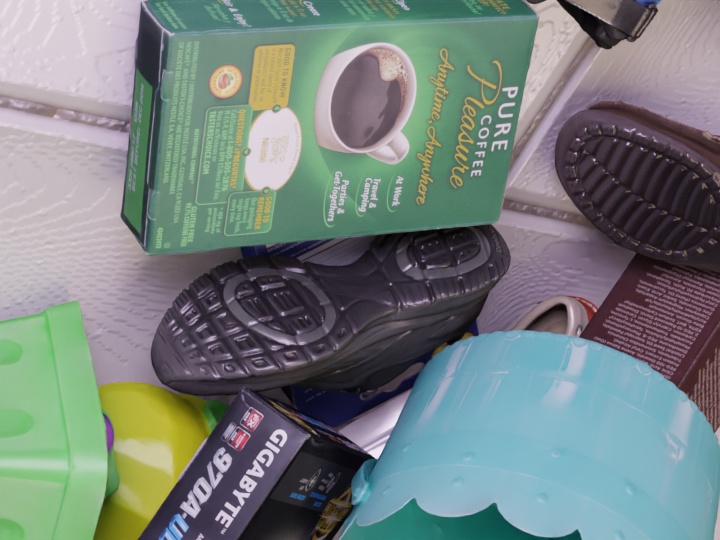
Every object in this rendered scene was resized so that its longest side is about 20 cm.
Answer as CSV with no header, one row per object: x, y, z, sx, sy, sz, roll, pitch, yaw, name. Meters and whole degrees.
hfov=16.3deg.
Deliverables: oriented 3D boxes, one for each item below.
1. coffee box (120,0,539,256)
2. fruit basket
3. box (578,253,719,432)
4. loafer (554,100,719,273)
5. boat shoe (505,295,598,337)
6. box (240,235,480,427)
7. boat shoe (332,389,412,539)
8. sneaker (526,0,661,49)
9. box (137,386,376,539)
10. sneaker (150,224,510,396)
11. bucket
-0.015,-0.076,1.241,0.199,0.044,0.123,-7,122,-24,coffee box
-0.147,0.122,1.304,0.215,0.156,0.216,-7,131,-9,fruit basket
0.177,0.053,1.463,0.200,0.075,0.100,-53,152,-33,box
0.198,-0.041,1.420,0.200,0.071,0.073,26,123,-13,loafer
0.075,0.097,1.492,0.200,0.071,0.063,-51,155,8,boat shoe
0.000,0.000,1.370,0.121,0.032,0.200,-27,139,-13,box
-0.014,0.138,1.451,0.200,0.069,0.072,-31,167,-1,boat shoe
0.155,-0.166,1.285,0.199,0.077,0.111,5,123,-39,sneaker
-0.067,0.146,1.318,0.159,0.046,0.200,-55,166,-1,box
-0.015,0.034,1.316,0.199,0.076,0.091,-14,145,-21,sneaker
0.091,0.139,1.325,0.208,0.206,0.135,84,22,-48,bucket
